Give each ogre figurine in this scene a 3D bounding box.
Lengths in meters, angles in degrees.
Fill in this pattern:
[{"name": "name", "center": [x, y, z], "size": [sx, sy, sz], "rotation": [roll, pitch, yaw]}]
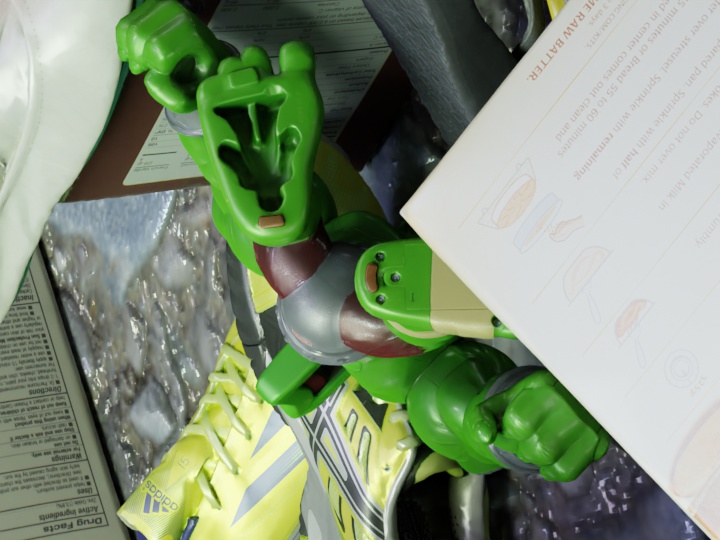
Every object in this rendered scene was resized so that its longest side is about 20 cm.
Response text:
[{"name": "ogre figurine", "center": [0.000, 0.000, 0.810], "size": [0.098, 0.199, 0.120], "rotation": [-62, -10, -16]}]

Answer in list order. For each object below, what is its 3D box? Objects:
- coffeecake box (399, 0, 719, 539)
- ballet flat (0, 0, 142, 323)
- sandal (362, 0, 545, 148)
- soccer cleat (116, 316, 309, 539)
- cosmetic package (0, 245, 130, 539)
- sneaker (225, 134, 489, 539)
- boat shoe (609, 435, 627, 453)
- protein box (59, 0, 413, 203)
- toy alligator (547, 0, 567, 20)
[{"name": "coffeecake box", "center": [0.131, -0.004, 0.610], "size": [0.154, 0.073, 0.200], "rotation": [-51, 59, 14]}, {"name": "ballet flat", "center": [-0.132, -0.044, 0.856], "size": [0.070, 0.069, 0.200], "rotation": [62, 142, 29]}, {"name": "sandal", "center": [0.033, -0.082, 0.785], "size": [0.076, 0.043, 0.200], "rotation": [46, 171, 44]}, {"name": "soccer cleat", "center": [-0.049, 0.078, 0.966], "size": [0.065, 0.083, 0.201], "rotation": [-141, 59, -65]}, {"name": "cosmetic package", "center": [-0.193, 0.072, 1.189], "size": [0.087, 0.103, 0.201], "rotation": [-48, 54, 52]}, {"name": "sneaker", "center": [0.010, 0.044, 0.899], "size": [0.076, 0.075, 0.201], "rotation": [-12, 96, 56]}, {"name": "boat shoe", "center": [0.120, 0.042, 0.728], "size": [0.200, 0.067, 0.072], "rotation": [18, 112, 57]}, {"name": "protein box", "center": [-0.053, -0.166, 0.894], "size": [0.200, 0.134, 0.199], "rotation": [-56, 51, 45]}, {"name": "toy alligator", "center": [0.087, -0.094, 0.769], "size": [0.054, 0.059, 0.201], "rotation": [42, -147, -77]}]
